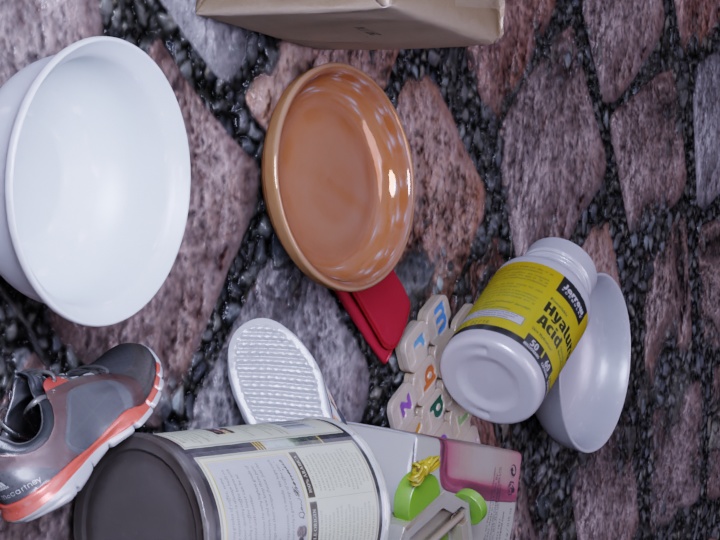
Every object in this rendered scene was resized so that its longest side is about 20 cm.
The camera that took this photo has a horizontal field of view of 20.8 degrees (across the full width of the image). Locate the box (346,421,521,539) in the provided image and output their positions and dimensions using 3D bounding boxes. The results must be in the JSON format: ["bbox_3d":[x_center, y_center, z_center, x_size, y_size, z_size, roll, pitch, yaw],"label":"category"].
[{"bbox_3d":[0.041,0.201,1.783,0.200,0.127,0.109,17,82,-57],"label":"box"}]

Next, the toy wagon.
[{"bbox_3d":[0.053,0.244,1.658,0.155,0.039,0.201,-36,127,-46],"label":"toy wagon"}]

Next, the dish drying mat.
[{"bbox_3d":[0.000,0.000,1.812,0.200,0.018,0.077,58,44,-45],"label":"dish drying mat"}]

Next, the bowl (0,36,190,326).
[{"bbox_3d":[-0.211,-0.063,1.365,0.201,0.090,0.202,-13,105,-59],"label":"bowl"}]

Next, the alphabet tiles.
[{"bbox_3d":[0.079,0.130,1.967,0.196,0.015,0.201,-49,133,-46],"label":"alphabet tiles"}]

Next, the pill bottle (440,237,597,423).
[{"bbox_3d":[0.168,0.054,1.990,0.200,0.111,0.112,-53,137,-44],"label":"pill bottle"}]

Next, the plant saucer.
[{"bbox_3d":[-0.024,-0.080,1.717,0.200,0.037,0.201,9,79,-53],"label":"plant saucer"}]

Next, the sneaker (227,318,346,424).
[{"bbox_3d":[-0.049,0.136,1.653,0.200,0.078,0.079,60,-7,8],"label":"sneaker"}]

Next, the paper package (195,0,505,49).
[{"bbox_3d":[-0.007,-0.244,1.599,0.200,0.190,0.104,5,86,-61],"label":"paper package"}]

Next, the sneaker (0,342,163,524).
[{"bbox_3d":[-0.209,0.095,1.407,0.082,0.077,0.200,59,31,-17],"label":"sneaker"}]

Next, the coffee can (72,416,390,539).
[{"bbox_3d":[-0.095,0.190,1.485,0.200,0.146,0.147,-1,94,-48],"label":"coffee can"}]

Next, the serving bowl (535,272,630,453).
[{"bbox_3d":[0.235,0.101,2.186,0.200,0.066,0.201,-8,100,-60],"label":"serving bowl"}]
